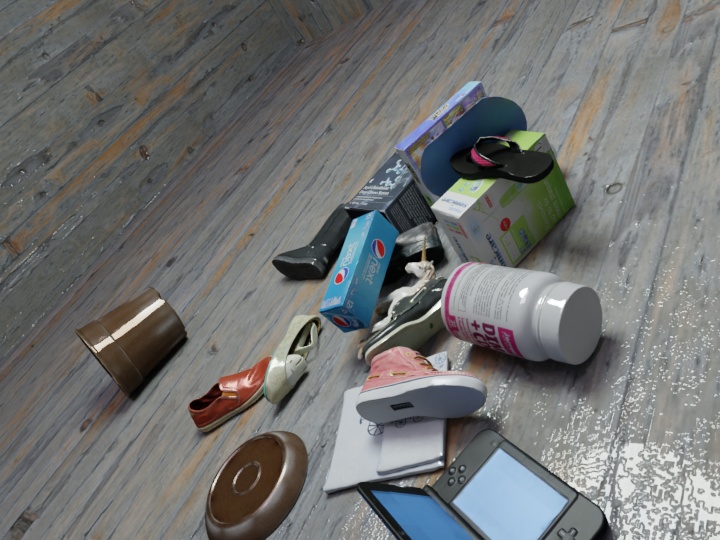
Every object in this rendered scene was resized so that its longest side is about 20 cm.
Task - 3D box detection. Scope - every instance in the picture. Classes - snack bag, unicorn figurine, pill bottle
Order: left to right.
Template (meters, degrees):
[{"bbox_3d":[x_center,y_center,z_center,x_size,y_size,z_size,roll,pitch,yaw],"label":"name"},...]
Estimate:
[{"bbox_3d":[0.038,0.215,0.879,0.196,0.022,0.191,-22,33,27],"label":"snack bag"},{"bbox_3d":[0.063,0.061,1.037,0.135,0.074,0.205,-15,52,34],"label":"unicorn figurine"},{"bbox_3d":[0.211,0.055,0.817,0.114,0.114,0.198,-48,30,-21],"label":"pill bottle"}]

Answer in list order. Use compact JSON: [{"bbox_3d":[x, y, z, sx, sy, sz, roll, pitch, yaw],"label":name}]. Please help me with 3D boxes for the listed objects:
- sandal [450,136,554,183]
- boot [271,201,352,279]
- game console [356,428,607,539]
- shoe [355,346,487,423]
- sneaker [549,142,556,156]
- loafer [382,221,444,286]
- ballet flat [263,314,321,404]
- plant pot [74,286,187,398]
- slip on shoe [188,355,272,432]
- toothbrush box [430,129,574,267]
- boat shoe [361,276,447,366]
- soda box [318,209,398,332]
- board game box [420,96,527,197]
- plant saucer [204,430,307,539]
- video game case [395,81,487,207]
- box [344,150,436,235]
[{"bbox_3d":[0.206,-0.174,0.919,0.075,0.045,0.199,-45,31,-13],"label":"sandal"},{"bbox_3d":[-0.095,-0.075,1.402,0.162,0.066,0.202,5,52,40],"label":"boot"},{"bbox_3d":[0.121,0.244,0.642,0.171,0.119,0.199,-44,30,-11],"label":"game console"},{"bbox_3d":[0.084,0.147,0.833,0.196,0.072,0.092,-17,36,34],"label":"shoe"},{"bbox_3d":[0.261,-0.151,1.097,0.199,0.079,0.080,-43,17,3],"label":"sneaker"},{"bbox_3d":[0.060,-0.027,1.139,0.195,0.073,0.074,-18,51,15],"label":"loafer"},{"bbox_3d":[-0.119,0.151,1.108,0.061,0.068,0.203,-10,38,24],"label":"ballet flat"},{"bbox_3d":[-0.536,0.157,1.456,0.198,0.203,0.198,-42,28,-25],"label":"plant pot"},{"bbox_3d":[-0.238,0.223,1.142,0.198,0.062,0.074,-35,27,3],"label":"slip on shoe"},{"bbox_3d":[0.233,-0.104,0.988,0.199,0.147,0.086,-42,29,-10],"label":"toothbrush box"},{"bbox_3d":[0.077,0.078,0.954,0.198,0.073,0.067,-35,50,-20],"label":"boat shoe"},{"bbox_3d":[0.000,0.000,1.046,0.063,0.068,0.204,-17,43,45],"label":"soda box"},{"bbox_3d":[0.182,-0.214,1.027,0.199,0.157,0.039,-39,49,16],"label":"board game box"},{"bbox_3d":[-0.169,0.329,0.944,0.197,0.032,0.202,-27,31,18],"label":"plant saucer"},{"bbox_3d":[0.188,-0.223,1.172,0.199,0.183,0.045,-41,28,-8],"label":"video game case"},{"bbox_3d":[0.092,-0.153,1.261,0.201,0.108,0.147,-48,30,-20],"label":"box"}]
